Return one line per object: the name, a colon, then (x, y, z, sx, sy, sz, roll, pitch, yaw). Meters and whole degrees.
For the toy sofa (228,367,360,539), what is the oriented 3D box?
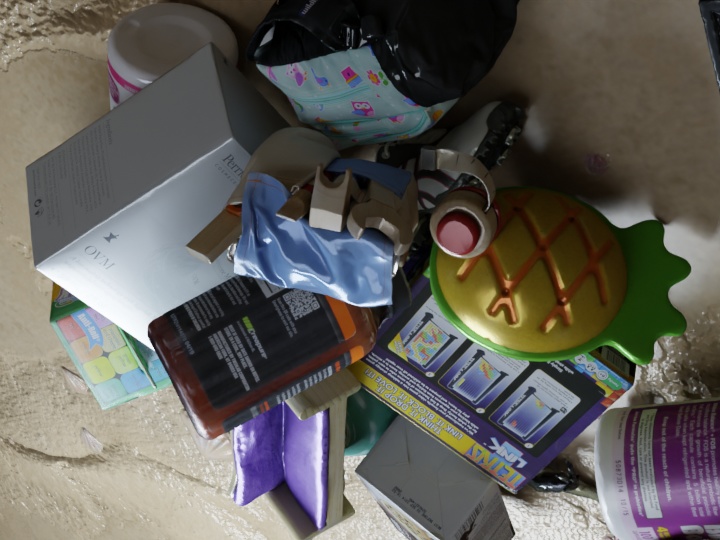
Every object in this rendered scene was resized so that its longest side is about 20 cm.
toy sofa: (-0.062, 0.159, 1.056, 0.083, 0.097, 0.201, 45, 148, 35)

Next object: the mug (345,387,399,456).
mug: (-0.014, 0.098, 1.145, 0.151, 0.115, 0.186, 32, 141, 12)

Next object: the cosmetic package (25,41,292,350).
cosmetic package: (-0.138, -0.045, 0.988, 0.199, 0.124, 0.199, -32, 139, 14)

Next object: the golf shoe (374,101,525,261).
golf shoe: (0.055, -0.084, 0.951, 0.088, 0.077, 0.200, 48, 141, 3)

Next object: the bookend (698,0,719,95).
bookend: (0.326, -0.100, 0.690, 0.197, 0.092, 0.201, 3, 129, 38)

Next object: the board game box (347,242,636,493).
board game box: (0.108, 0.077, 1.010, 0.199, 0.057, 0.166, 36, 124, -7)

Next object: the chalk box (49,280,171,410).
chalk box: (-0.235, 0.049, 1.197, 0.123, 0.200, 0.125, -21, 120, 1)

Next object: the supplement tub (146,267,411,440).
supplement tub: (-0.060, 0.043, 0.926, 0.108, 0.199, 0.107, 59, 169, 19)

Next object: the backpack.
backpack: (0.011, -0.166, 0.850, 0.199, 0.167, 0.127, -7, 127, 50)

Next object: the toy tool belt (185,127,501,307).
toy tool belt: (-0.011, -0.023, 0.819, 0.198, 0.123, 0.126, 10, 122, 18)

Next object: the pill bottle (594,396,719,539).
pill bottle: (0.295, 0.155, 0.927, 0.198, 0.113, 0.113, -10, 121, 28)

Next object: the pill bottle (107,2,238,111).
pill bottle: (-0.169, -0.128, 1.064, 0.113, 0.113, 0.201, 28, 140, 16)

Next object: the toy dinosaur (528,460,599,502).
toy dinosaur: (0.178, 0.194, 1.132, 0.198, 0.048, 0.088, 24, 156, 18)

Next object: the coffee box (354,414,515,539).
coffee box: (0.078, 0.229, 1.150, 0.113, 0.080, 0.200, 35, 166, 26)

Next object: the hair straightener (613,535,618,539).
hair straightener: (0.266, 0.220, 1.070, 0.076, 0.041, 0.202, 4, 120, 19)

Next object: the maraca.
maraca: (0.151, 0.005, 0.888, 0.198, 0.139, 0.107, 10, 165, 2)

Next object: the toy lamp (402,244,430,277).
toy lamp: (0.000, 0.000, 1.091, 0.199, 0.058, 0.059, 2, 127, 40)
